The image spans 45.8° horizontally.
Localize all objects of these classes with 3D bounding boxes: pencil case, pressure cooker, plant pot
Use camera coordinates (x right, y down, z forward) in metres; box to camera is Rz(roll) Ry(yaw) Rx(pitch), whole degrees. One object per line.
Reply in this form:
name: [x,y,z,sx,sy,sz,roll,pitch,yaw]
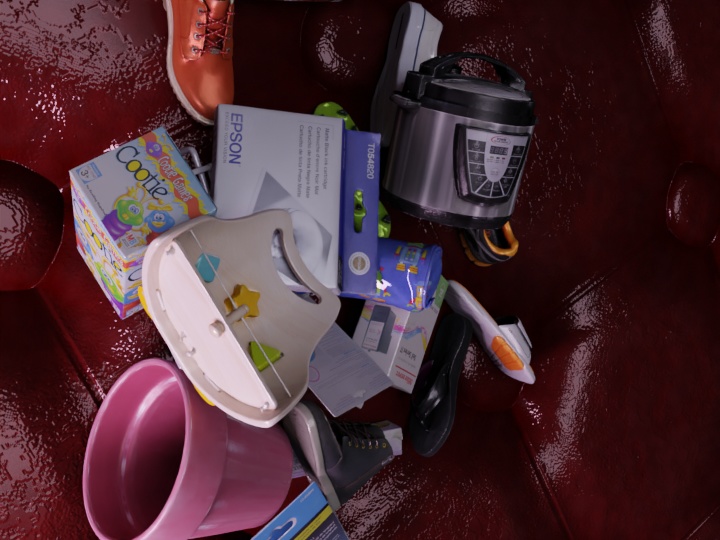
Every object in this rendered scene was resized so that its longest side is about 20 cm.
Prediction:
pencil case: [0.000,0.000,1.032,0.078,0.199,0.088,-38,133,-66]
pressure cooker: [0.122,-0.166,1.051,0.176,0.178,0.201,-33,137,-68]
plant pot: [-0.182,0.215,0.958,0.179,0.199,0.201,24,80,-44]

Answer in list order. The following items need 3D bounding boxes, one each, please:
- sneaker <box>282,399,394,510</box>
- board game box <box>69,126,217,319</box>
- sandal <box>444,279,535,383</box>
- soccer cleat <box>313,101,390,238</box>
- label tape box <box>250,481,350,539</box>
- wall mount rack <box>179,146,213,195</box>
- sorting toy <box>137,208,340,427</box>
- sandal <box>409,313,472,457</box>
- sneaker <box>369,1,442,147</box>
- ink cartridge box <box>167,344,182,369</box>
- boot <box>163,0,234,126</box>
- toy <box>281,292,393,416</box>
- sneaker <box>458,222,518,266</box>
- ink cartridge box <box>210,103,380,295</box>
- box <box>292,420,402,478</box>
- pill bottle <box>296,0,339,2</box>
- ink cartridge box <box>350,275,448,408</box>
sneaker: [-0.024,0.199,1.026,0.106,0.075,0.201,-34,141,-19]
board game box: [-0.230,-0.043,0.889,0.103,0.200,0.105,-31,81,-24]
sandal: [0.197,0.078,1.213,0.059,0.079,0.207,-45,110,-17]
soccer cleat: [-0.020,-0.118,1.095,0.067,0.081,0.201,-17,79,-21]
label tape box: [-0.090,0.348,1.037,0.143,0.066,0.201,-40,130,-21]
wall mount rack: [-0.139,-0.072,1.013,0.199,0.074,0.175,-22,99,-41]
sorting toy: [-0.105,0.027,0.854,0.180,0.107,0.201,-36,100,-39]
sandal: [0.098,0.152,1.167,0.048,0.075,0.202,26,71,-33]
sneaker: [0.068,-0.255,1.130,0.070,0.073,0.201,18,83,-25]
ink cartridge box: [-0.156,0.081,0.971,0.039,0.100,0.200,-40,151,10]
boot: [-0.178,-0.268,0.976,0.075,0.107,0.202,-15,101,-29]
toy: [-0.068,0.095,1.027,0.200,0.047,0.115,47,38,18]
sneaker: [0.161,-0.097,1.187,0.078,0.077,0.201,-38,108,-20]
ink cartridge box: [-0.068,-0.076,0.950,0.199,0.041,0.201,3,81,-17]
box: [-0.038,0.234,1.111,0.199,0.041,0.039,-5,97,-28]
pill bottle: [-0.068,-0.383,1.027,0.199,0.112,0.113,-8,96,-28]
ink cartridge box: [0.042,0.087,1.103,0.201,0.067,0.117,-70,157,-8]
